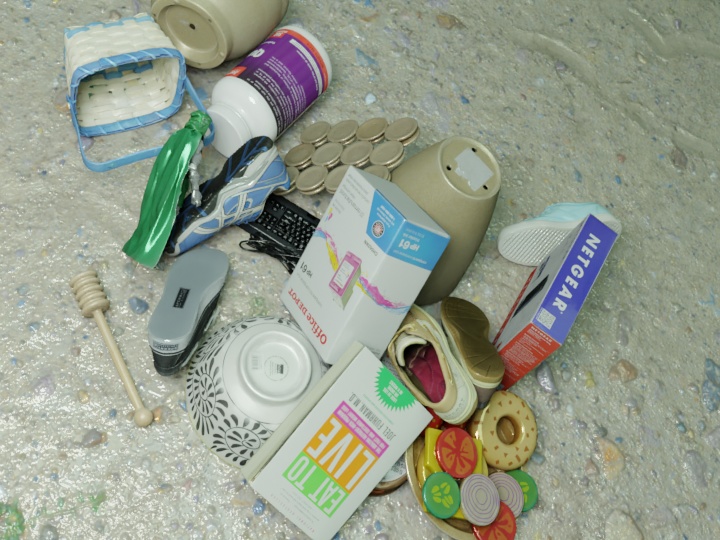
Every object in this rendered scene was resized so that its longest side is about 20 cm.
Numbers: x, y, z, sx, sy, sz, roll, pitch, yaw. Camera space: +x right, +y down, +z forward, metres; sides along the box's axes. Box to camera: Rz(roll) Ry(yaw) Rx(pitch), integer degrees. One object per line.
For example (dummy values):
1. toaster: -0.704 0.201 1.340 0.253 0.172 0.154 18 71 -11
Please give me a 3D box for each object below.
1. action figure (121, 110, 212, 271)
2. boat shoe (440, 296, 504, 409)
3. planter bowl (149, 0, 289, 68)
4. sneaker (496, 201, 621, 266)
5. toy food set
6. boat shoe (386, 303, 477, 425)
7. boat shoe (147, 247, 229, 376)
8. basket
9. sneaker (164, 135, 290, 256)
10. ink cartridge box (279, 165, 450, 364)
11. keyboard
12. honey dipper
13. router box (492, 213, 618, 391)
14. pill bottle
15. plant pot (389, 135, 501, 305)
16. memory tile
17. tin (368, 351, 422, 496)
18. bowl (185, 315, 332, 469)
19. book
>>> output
1. action figure: -0.233 -0.104 1.081 0.054 0.117 0.204 22 89 -39
2. boat shoe: 0.135 0.103 1.134 0.071 0.066 0.201 12 26 -9
3. planter bowl: -0.213 -0.372 1.211 0.197 0.201 0.137 26 58 -3
4. sneaker: 0.288 -0.062 1.304 0.195 0.075 0.083 -5 35 -15
5. toy food set: 0.141 0.240 1.081 0.196 0.048 0.203 17 62 -26
6. boat shoe: 0.070 0.099 1.064 0.074 0.066 0.201 -48 50 9
7. boat shoe: -0.211 0.049 1.075 0.072 0.069 0.201 8 37 -1
8. basket: -0.301 -0.231 1.146 0.173 0.140 0.203 -15 61 -23
9. sneaker: -0.174 -0.083 1.131 0.199 0.077 0.076 -40 35 -1
10. ink cartridge box: 0.000 0.000 1.066 0.083 0.203 0.145 15 21 -39
11. keyboard: -0.085 -0.046 1.181 0.197 0.040 0.105 30 58 0
12. honey dipper: -0.297 0.095 1.043 0.037 0.038 0.203 -21 73 -26
13. router box: 0.247 0.046 1.159 0.048 0.180 0.201 34 58 2
14. pill bottle: -0.134 -0.250 1.227 0.112 0.113 0.201 38 58 4
15. plant pot: 0.103 -0.084 1.157 0.183 0.200 0.191 11 59 -19
16. memory tile: -0.024 -0.157 1.199 0.196 0.017 0.155 3 49 33
17. tin: 0.032 0.184 1.104 0.110 0.042 0.204 22 59 -11
18. bowl: -0.110 0.131 1.051 0.196 0.095 0.205 8 61 -14
19. book: -0.024 0.202 1.010 0.134 0.048 0.201 45 81 -21
